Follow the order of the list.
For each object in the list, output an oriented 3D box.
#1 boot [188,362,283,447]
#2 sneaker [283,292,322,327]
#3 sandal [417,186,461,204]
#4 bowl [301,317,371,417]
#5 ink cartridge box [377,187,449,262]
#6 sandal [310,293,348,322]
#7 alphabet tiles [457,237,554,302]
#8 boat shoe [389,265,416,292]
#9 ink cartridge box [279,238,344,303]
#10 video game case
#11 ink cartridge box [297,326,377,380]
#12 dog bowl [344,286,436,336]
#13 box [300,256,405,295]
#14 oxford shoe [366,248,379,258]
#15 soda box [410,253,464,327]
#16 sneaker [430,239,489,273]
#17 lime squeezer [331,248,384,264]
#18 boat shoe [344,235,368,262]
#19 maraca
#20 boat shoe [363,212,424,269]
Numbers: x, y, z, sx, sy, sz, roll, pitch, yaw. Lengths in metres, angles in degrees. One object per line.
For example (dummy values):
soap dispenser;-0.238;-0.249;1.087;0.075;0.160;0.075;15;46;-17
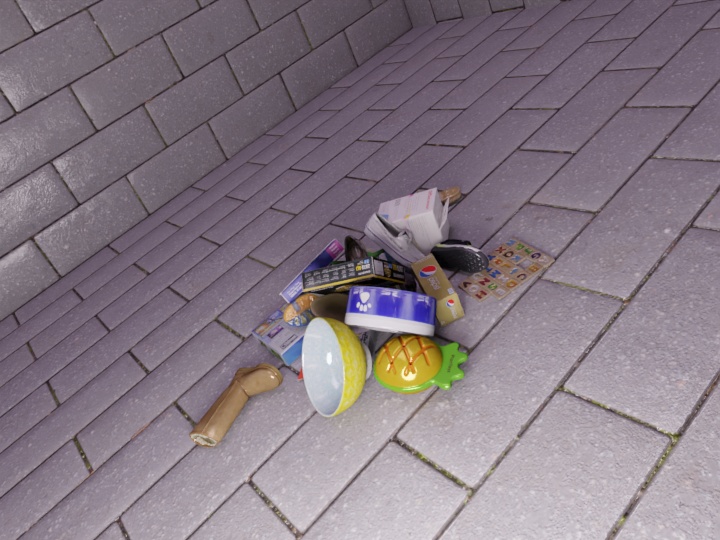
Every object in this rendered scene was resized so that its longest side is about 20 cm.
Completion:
boot;-0.283;0.315;1.431;0.172;0.067;0.202;-17;28;43
sneaker;-0.114;0.074;1.580;0.197;0.077;0.088;-34;13;-14
sandal;0.193;-0.211;1.827;0.207;0.071;0.078;-26;29;2
bowl;-0.039;0.198;1.318;0.105;0.208;0.199;-3;16;-30
ink cartridge box;0.153;-0.123;1.679;0.194;0.128;0.130;-13;32;22
sandal;-0.016;0.100;1.474;0.204;0.071;0.080;-8;56;-11
alphabet tiles;0.332;0.000;1.461;0.197;0.008;0.167;-33;30;-9
boat shoe;0.107;0.039;1.522;0.063;0.074;0.201;-15;27;-3
ink cartridge box;-0.121;0.000;1.586;0.196;0.043;0.200;-45;5;0
video game case;-0.165;0.140;1.617;0.199;0.046;0.179;-40;33;-20
ink cartridge box;-0.060;0.185;1.452;0.194;0.051;0.110;-15;31;19
dog bowl;0.065;0.089;1.324;0.196;0.197;0.082;2;81;41
box;-0.016;0.018;1.433;0.195;0.051;0.158;-12;-10;28
oxford shoe;0.035;0.020;1.628;0.073;0.059;0.203;-18;36;7
soda box;0.178;0.042;1.460;0.062;0.069;0.201;-25;30;3
sneaker;0.252;-0.052;1.533;0.082;0.073;0.198;-38;27;-24
lime squeezer;-0.002;-0.035;1.638;0.194;0.038;0.072;-16;37;16
boat shoe;0.000;0.000;1.552;0.072;0.065;0.203;-33;57;11
maraca;0.118;0.188;1.246;0.193;0.109;0.139;-2;43;23
boat shoe;0.100;-0.073;1.590;0.066;0.197;0.074;-57;0;30
